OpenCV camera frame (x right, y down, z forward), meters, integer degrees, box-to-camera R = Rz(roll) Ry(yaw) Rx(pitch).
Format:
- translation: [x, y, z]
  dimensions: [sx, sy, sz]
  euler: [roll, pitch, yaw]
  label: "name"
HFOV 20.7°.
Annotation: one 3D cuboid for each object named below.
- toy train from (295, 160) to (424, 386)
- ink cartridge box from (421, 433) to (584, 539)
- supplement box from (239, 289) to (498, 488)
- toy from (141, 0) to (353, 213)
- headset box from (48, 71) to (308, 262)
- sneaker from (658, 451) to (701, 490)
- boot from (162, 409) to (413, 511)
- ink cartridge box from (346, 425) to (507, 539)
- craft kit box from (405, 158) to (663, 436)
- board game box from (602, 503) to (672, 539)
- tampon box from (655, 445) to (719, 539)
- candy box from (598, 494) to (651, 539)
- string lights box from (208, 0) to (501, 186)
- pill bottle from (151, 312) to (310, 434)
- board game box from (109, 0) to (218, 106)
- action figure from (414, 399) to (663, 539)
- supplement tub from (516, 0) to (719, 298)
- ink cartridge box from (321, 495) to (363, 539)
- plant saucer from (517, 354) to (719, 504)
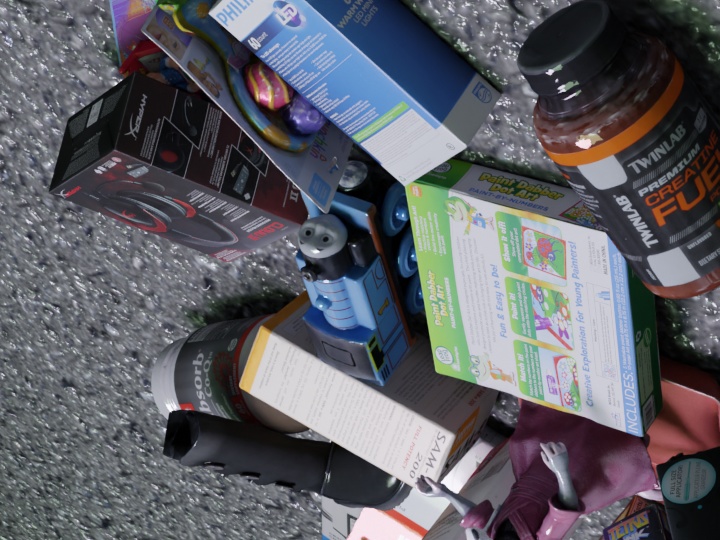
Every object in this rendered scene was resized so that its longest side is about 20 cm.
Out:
- translation: [0.000, 0.000, 1.637]
  dimensions: [0.086, 0.115, 0.200]
  euler: [19, 149, 27]
  label: "toy train"
- translation: [0.113, 0.235, 1.707]
  dimensions: [0.084, 0.200, 0.145]
  euler: [41, 153, -1]
  label: "ink cartridge box"
- translation: [0.011, 0.102, 1.760]
  dimensions: [0.199, 0.126, 0.074]
  euler: [29, 119, 14]
  label: "supplement box"
- translation: [-0.071, -0.150, 1.510]
  dimensions: [0.200, 0.115, 0.047]
  euler: [42, 124, -16]
  label: "toy"
- translation: [-0.138, -0.079, 1.655]
  dimensions: [0.199, 0.075, 0.148]
  euler: [22, 158, -26]
  label: "headset box"
- translation: [0.323, 0.206, 1.602]
  dimensions: [0.199, 0.072, 0.073]
  euler: [22, 139, -16]
  label: "sneaker"
- translation: [-0.064, 0.164, 1.799]
  dimensions: [0.199, 0.066, 0.165]
  euler: [21, 155, -22]
  label: "boot"
- translation: [0.082, 0.239, 1.874]
  dimensions: [0.162, 0.201, 0.057]
  euler: [30, -164, 8]
  label: "ink cartridge box"
- translation: [0.137, 0.019, 1.548]
  dimensions: [0.197, 0.049, 0.201]
  euler: [15, 133, 30]
  label: "craft kit box"
- translation: [0.278, 0.305, 1.572]
  dimensions: [0.057, 0.166, 0.200]
  euler: [-32, 129, 21]
  label: "board game box"
- translation: [0.337, 0.205, 1.453]
  dimensions: [0.199, 0.150, 0.127]
  euler: [-19, 131, 11]
  label: "tampon box"
- translation: [0.292, 0.298, 1.741]
  dimensions: [0.199, 0.057, 0.117]
  euler: [32, 131, 2]
  label: "candy box"
- translation: [-0.005, -0.159, 1.451]
  dimensions: [0.200, 0.059, 0.103]
  euler: [41, 152, -12]
  label: "string lights box"
- translation: [-0.116, 0.106, 1.936]
  dimensions: [0.116, 0.116, 0.200]
  euler: [46, 151, -21]
  label: "pill bottle"
- translation: [-0.150, -0.159, 1.634]
  dimensions: [0.157, 0.039, 0.200]
  euler: [27, 153, 15]
  label: "board game box"
- translation: [0.144, 0.191, 1.604]
  dimensions: [0.134, 0.200, 0.149]
  euler: [-6, 127, 45]
  label: "action figure"
- translation: [0.184, -0.082, 1.308]
  dimensions: [0.107, 0.107, 0.200]
  euler: [-3, 135, 50]
  label: "supplement tub"
- translation: [0.038, 0.248, 2.022]
  dimensions: [0.145, 0.084, 0.200]
  euler: [27, 152, 16]
  label: "ink cartridge box"
- translation: [0.224, 0.119, 1.660]
  dimensions: [0.199, 0.037, 0.200]
  euler: [20, 150, 27]
  label: "plant saucer"
